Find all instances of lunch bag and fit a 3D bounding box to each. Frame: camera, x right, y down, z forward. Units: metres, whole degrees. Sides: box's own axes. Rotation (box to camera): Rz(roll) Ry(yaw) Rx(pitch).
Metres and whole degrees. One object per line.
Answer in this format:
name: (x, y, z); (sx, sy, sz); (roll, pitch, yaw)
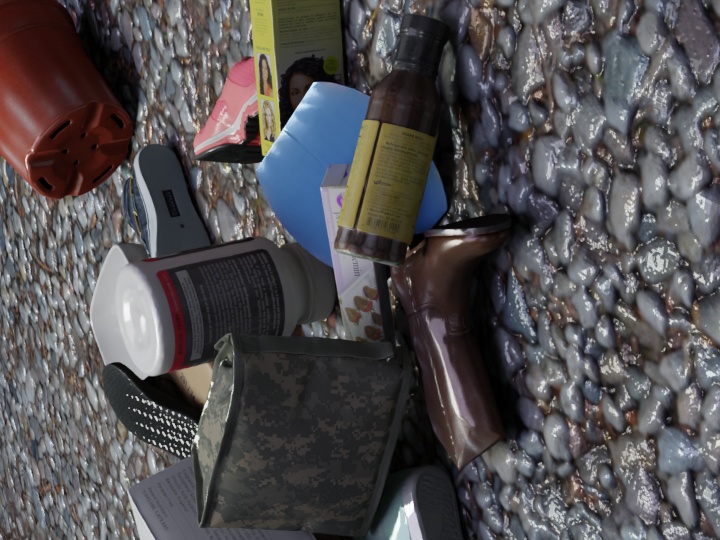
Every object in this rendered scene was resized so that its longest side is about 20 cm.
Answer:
lunch bag: (-0.054, 0.129, 1.299); (0.118, 0.163, 0.201); (-103, 24, -49)

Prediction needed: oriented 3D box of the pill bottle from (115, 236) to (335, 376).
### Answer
pill bottle: (-0.129, 0.028, 1.440); (0.111, 0.199, 0.112); (31, 128, 52)

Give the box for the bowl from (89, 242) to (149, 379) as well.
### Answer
bowl: (-0.256, 0.079, 1.811); (0.201, 0.074, 0.200); (63, 149, 23)

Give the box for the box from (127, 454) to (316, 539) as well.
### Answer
box: (-0.113, 0.303, 1.408); (0.200, 0.130, 0.200); (50, 157, 36)

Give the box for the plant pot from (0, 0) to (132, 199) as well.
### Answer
plant pot: (-0.394, -0.206, 1.841); (0.195, 0.200, 0.202); (47, 140, 28)

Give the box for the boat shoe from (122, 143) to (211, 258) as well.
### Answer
boat shoe: (-0.227, -0.041, 1.726); (0.091, 0.070, 0.202); (-47, 54, 57)

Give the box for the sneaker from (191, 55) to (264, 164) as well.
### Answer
sneaker: (-0.111, -0.167, 1.486); (0.200, 0.073, 0.088); (-28, 64, 56)

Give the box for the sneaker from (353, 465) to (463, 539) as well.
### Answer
sneaker: (0.048, 0.285, 1.360); (0.118, 0.073, 0.202); (-20, 74, 54)

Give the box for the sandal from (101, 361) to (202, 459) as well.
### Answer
sandal: (-0.209, 0.154, 1.592); (0.200, 0.048, 0.076); (26, 124, 40)

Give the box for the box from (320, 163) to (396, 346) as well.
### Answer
box: (0.000, 0.000, 1.311); (0.042, 0.038, 0.201); (-74, -21, -52)

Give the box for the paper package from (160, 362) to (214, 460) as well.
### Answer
paper package: (-0.141, 0.139, 1.606); (0.200, 0.103, 0.192); (51, 143, 37)

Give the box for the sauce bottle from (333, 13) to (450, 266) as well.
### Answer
sauce bottle: (0.031, -0.105, 1.194); (0.065, 0.064, 0.202); (15, 89, 57)

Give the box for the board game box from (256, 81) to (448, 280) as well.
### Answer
board game box: (0.000, -0.083, 1.313); (0.158, 0.039, 0.200); (41, 138, 2)

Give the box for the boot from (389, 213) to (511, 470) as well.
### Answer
boot: (0.092, 0.061, 1.210); (0.186, 0.064, 0.202); (163, 95, -69)

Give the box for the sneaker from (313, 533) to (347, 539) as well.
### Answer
sneaker: (-0.034, 0.330, 1.528); (0.200, 0.071, 0.113); (28, 122, 51)

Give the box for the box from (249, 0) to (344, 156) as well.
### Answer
box: (-0.057, -0.205, 1.353); (0.050, 0.075, 0.202); (24, 123, 59)
